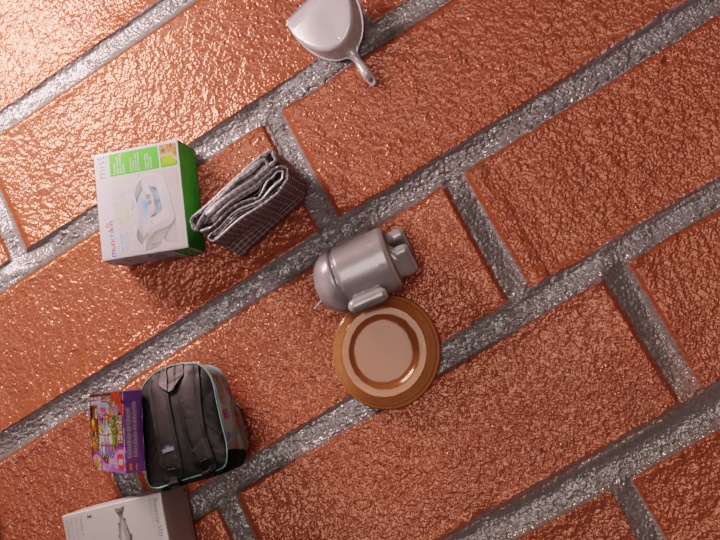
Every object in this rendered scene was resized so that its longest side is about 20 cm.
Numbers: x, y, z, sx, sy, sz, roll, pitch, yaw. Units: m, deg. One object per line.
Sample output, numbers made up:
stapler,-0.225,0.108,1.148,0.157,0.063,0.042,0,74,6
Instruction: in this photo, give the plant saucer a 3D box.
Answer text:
plant saucer,0.044,0.144,1.476,0.195,0.037,0.205,-1,84,12

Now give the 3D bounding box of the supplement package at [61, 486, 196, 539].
supplement package,-0.411,0.466,1.497,0.196,0.117,0.119,-16,80,9

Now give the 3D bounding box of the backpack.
backpack,-0.296,0.265,1.475,0.173,0.153,0.204,-19,82,15

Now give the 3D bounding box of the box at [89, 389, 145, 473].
box,-0.438,0.287,1.497,0.199,0.038,0.140,-16,77,55

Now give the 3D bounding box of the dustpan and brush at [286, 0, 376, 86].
dustpan and brush,-0.033,-0.425,1.549,0.139,0.057,0.202,-38,71,17

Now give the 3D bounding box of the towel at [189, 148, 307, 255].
towel,-0.192,-0.115,1.489,0.199,0.166,0.086,-40,84,5

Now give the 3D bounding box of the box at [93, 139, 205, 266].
box,-0.395,-0.123,1.568,0.172,0.097,0.205,-8,84,9

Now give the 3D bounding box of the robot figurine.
robot figurine,0.000,0.000,1.461,0.197,0.114,0.171,-24,42,8
